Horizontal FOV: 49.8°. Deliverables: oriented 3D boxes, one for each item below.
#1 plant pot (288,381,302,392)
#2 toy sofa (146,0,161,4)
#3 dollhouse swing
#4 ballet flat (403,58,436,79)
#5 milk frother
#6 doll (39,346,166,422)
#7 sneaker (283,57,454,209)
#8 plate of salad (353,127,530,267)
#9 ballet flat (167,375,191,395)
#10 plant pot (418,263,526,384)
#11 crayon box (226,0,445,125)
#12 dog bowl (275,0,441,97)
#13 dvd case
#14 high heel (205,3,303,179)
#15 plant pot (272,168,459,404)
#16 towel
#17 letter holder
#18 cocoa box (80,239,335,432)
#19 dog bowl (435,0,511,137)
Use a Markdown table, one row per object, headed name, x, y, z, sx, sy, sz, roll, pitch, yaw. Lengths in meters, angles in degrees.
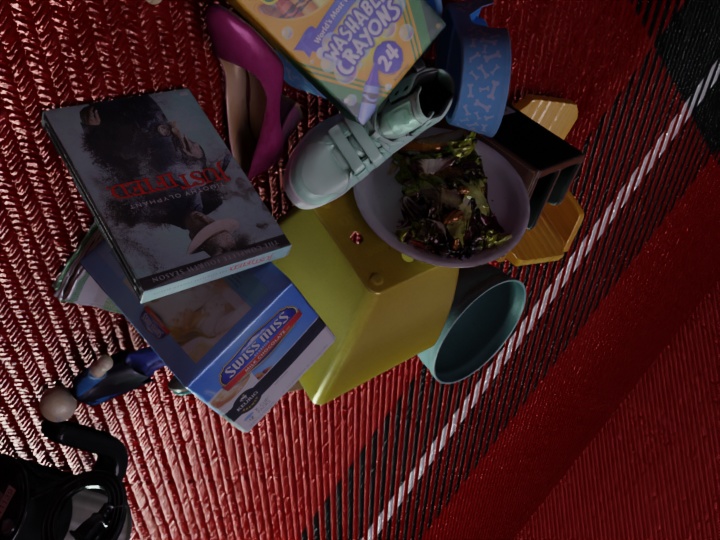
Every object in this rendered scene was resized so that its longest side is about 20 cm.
| name | x | y | z | sx | sy | sz | roll | pitch | yaw |
| --- | --- | --- | --- | --- | --- | --- | --- | --- | --- |
| plant pot | -0.041 | 0.111 | 1.124 | 0.199 | 0.028 | 0.200 | -27 | 159 | -11 |
| toy sofa | -0.117 | -0.300 | 0.610 | 0.200 | 0.083 | 0.098 | -45 | 146 | -6 |
| dollhouse swing | 0.279 | -0.136 | 1.173 | 0.199 | 0.183 | 0.176 | -6 | 149 | -45 |
| ballet flat | 0.031 | -0.184 | 0.904 | 0.200 | 0.068 | 0.075 | -40 | -179 | -9 |
| milk frother | -0.319 | 0.288 | 0.874 | 0.181 | 0.200 | 0.188 | -49 | 148 | -5 |
| doll | -0.261 | 0.113 | 0.863 | 0.198 | 0.049 | 0.137 | -22 | 168 | -5 |
| sneaker | 0.009 | -0.142 | 0.789 | 0.200 | 0.118 | 0.074 | -43 | 102 | -18 |
| plate of salad | 0.091 | -0.091 | 0.843 | 0.199 | 0.200 | 0.048 | -28 | 154 | -27 |
| ballet flat | -0.162 | 0.093 | 0.994 | 0.199 | 0.067 | 0.064 | -22 | 111 | -36 |
| plant pot | 0.147 | 0.061 | 1.238 | 0.199 | 0.134 | 0.201 | -29 | 142 | -26 |
| crayon box | -0.032 | -0.248 | 0.708 | 0.200 | 0.052 | 0.126 | 40 | 91 | -28 |
| dog bowl | 0.005 | -0.251 | 0.819 | 0.199 | 0.050 | 0.112 | -31 | 143 | -24 |
| dvd case | -0.169 | -0.075 | 0.677 | 0.145 | 0.201 | 0.022 | -19 | 156 | -36 |
| high heel | -0.117 | -0.165 | 0.757 | 0.097 | 0.067 | 0.200 | -54 | 151 | -10 |
| plant pot | 0.000 | 0.000 | 0.902 | 0.199 | 0.201 | 0.177 | -23 | 159 | -33 |
| towel | -0.214 | -0.010 | 0.844 | 0.150 | 0.031 | 0.199 | -54 | 147 | 9 |
| letter holder | 0.156 | -0.130 | 0.989 | 0.100 | 0.200 | 0.143 | -22 | 142 | -39 |
| cocoa box | -0.148 | 0.030 | 0.756 | 0.133 | 0.200 | 0.131 | -44 | 148 | -10 |
| dog bowl | 0.118 | -0.226 | 0.847 | 0.049 | 0.201 | 0.112 | 3 | 128 | -6 |
